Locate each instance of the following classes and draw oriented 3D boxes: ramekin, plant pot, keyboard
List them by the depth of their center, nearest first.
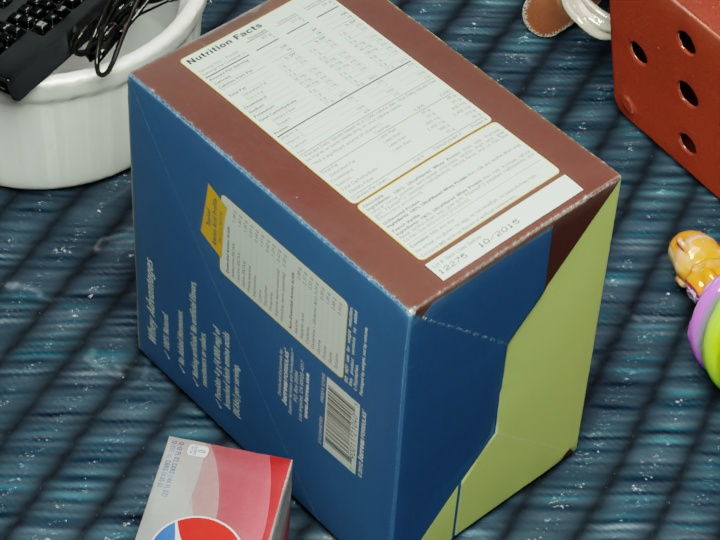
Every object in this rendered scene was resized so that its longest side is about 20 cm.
[{"bbox_3d":[-0.146,-0.170,1.213,0.104,0.040,0.200,25,51,20],"label":"keyboard"},{"bbox_3d":[0.248,-0.143,1.248,0.176,0.201,0.200,-33,55,-17],"label":"plant pot"},{"bbox_3d":[-0.184,-0.139,1.276,0.199,0.098,0.201,1,47,-1],"label":"ramekin"}]

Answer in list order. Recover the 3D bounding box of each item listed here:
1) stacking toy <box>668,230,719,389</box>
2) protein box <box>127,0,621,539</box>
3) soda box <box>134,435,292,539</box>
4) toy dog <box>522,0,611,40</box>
[{"bbox_3d":[0.212,0.032,1.144,0.110,0.116,0.200,-43,38,1],"label":"stacking toy"},{"bbox_3d":[0.000,0.000,1.083,0.135,0.199,0.200,-31,55,-29],"label":"protein box"},{"bbox_3d":[-0.081,0.174,1.003,0.063,0.070,0.201,10,47,5],"label":"soda box"},{"bbox_3d":[0.107,-0.199,1.372,0.200,0.096,0.132,41,53,13],"label":"toy dog"}]
